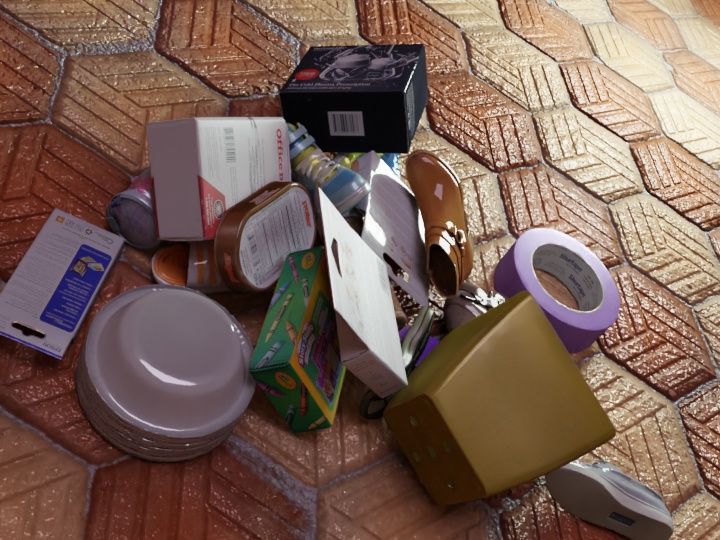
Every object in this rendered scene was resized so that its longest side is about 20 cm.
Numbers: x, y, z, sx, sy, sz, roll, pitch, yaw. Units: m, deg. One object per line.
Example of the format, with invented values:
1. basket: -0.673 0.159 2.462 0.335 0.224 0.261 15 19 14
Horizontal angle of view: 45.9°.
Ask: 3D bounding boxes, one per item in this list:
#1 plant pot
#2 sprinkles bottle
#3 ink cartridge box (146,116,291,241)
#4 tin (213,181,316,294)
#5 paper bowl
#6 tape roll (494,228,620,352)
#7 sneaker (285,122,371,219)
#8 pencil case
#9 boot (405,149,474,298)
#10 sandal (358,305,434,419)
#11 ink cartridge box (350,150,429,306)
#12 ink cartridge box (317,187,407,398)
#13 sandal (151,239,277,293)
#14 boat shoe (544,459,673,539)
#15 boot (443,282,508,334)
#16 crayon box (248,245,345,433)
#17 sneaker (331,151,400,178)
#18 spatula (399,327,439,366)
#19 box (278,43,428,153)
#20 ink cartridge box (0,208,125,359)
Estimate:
1. plant pot: 0.147 0.176 1.040 0.175 0.200 0.201 -29 85 -28
2. sprinkles bottle: 0.000 0.000 1.204 0.067 0.068 0.202 -4 55 -32
3. ink cartridge box: -0.177 -0.123 1.108 0.199 0.082 0.149 -18 106 -61
4. tin: -0.117 -0.044 1.099 0.041 0.113 0.200 5 27 26
5. paper bowl: -0.213 0.104 0.965 0.198 0.105 0.202 17 45 -18
6. tape roll: 0.315 0.030 1.366 0.198 0.066 0.202 16 47 -17
7. sneaker: -0.068 -0.145 1.190 0.079 0.199 0.131 -40 112 -18
8. pencil case: -0.256 -0.114 1.143 0.084 0.090 0.201 57 40 -23
9. boot: 0.113 -0.069 1.244 0.202 0.073 0.155 60 26 -15
10. sandal: 0.041 0.119 1.123 0.057 0.080 0.201 23 43 12
11. ink cartridge box: 0.043 -0.054 1.251 0.162 0.050 0.202 42 41 -33
12. ink cartridge box: -0.013 0.026 1.029 0.176 0.044 0.202 47 24 -42
13. sandal: -0.172 -0.016 1.123 0.204 0.059 0.080 1 52 -29
14. boat shoe: 0.332 0.299 1.149 0.199 0.070 0.072 29 33 -11
15. boot: 0.209 0.098 1.246 0.199 0.070 0.147 32 37 -9
16. crayon box: -0.064 0.082 1.056 0.201 0.058 0.119 -76 146 -46
17. sneaker: 0.035 -0.172 1.382 0.105 0.076 0.200 51 52 1
18. spatula: 0.133 0.146 1.187 0.199 0.021 0.057 35 56 -3
19. box: -0.006 -0.273 1.339 0.197 0.105 0.183 2 36 14
20. ink cartridge box: -0.358 0.018 1.003 0.094 0.037 0.201 24 42 -11
